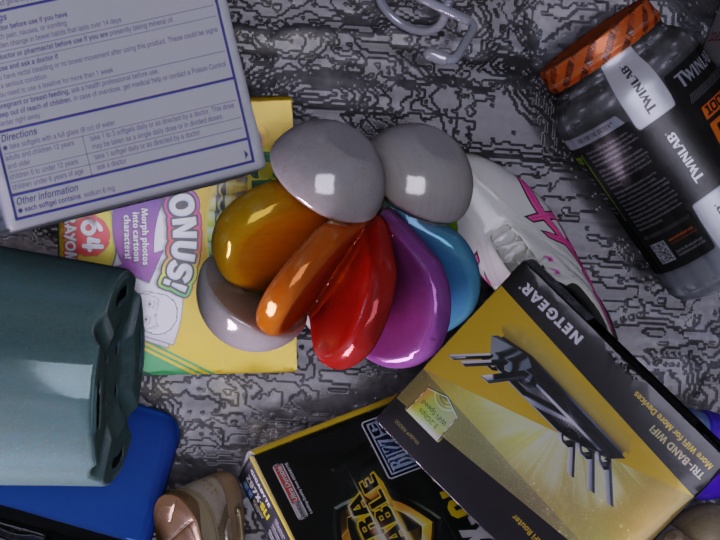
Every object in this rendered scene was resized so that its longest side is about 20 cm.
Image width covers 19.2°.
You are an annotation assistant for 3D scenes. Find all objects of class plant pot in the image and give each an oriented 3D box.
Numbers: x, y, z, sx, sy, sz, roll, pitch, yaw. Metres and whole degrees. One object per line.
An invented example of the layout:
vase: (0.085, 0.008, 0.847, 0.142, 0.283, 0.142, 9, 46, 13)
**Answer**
plant pot: (-0.257, 0.064, 1.453, 0.195, 0.200, 0.202, 6, 94, 7)

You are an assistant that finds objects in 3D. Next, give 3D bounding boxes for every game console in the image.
game console: (-0.253, 0.181, 1.587, 0.199, 0.119, 0.171, 17, 124, -4)

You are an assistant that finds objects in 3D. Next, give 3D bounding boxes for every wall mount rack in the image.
wall mount rack: (0.008, -0.232, 1.493, 0.173, 0.201, 0.075, 25, 52, 11)

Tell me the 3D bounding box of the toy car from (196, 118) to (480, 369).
toy car: (0.000, 0.000, 1.450, 0.150, 0.199, 0.175, 54, 127, 32)

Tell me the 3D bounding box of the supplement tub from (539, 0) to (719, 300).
supplement tub: (0.224, -0.089, 1.546, 0.122, 0.123, 0.200, -36, 97, 0)

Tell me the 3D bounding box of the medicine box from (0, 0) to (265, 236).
medicine box: (-0.182, -0.142, 1.449, 0.181, 0.103, 0.201, -14, 93, -17)

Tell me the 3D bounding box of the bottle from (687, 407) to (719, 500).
bottle: (0.176, 0.120, 1.580, 0.199, 0.084, 0.066, 12, 94, -4)

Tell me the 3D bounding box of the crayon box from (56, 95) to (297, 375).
crayon box: (-0.134, -0.026, 1.557, 0.171, 0.058, 0.201, -1, 95, -4)

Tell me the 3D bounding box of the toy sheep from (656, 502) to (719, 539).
toy sheep: (0.206, 0.251, 1.569, 0.200, 0.138, 0.138, -45, 96, -4)

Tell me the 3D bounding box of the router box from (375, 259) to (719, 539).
router box: (0.135, 0.116, 1.493, 0.200, 0.052, 0.157, 44, 101, 9)

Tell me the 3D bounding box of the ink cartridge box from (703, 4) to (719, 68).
ink cartridge box: (0.341, -0.199, 1.543, 0.125, 0.129, 0.201, 21, 94, -6)

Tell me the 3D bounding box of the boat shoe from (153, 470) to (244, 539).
boat shoe: (-0.105, 0.246, 1.573, 0.064, 0.071, 0.201, -24, 122, -43)

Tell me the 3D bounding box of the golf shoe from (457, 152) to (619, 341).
golf shoe: (0.127, -0.005, 1.562, 0.072, 0.092, 0.200, -39, 95, 0)

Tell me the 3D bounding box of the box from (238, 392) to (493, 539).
box: (0.026, 0.197, 1.528, 0.159, 0.049, 0.201, -18, 68, -26)
